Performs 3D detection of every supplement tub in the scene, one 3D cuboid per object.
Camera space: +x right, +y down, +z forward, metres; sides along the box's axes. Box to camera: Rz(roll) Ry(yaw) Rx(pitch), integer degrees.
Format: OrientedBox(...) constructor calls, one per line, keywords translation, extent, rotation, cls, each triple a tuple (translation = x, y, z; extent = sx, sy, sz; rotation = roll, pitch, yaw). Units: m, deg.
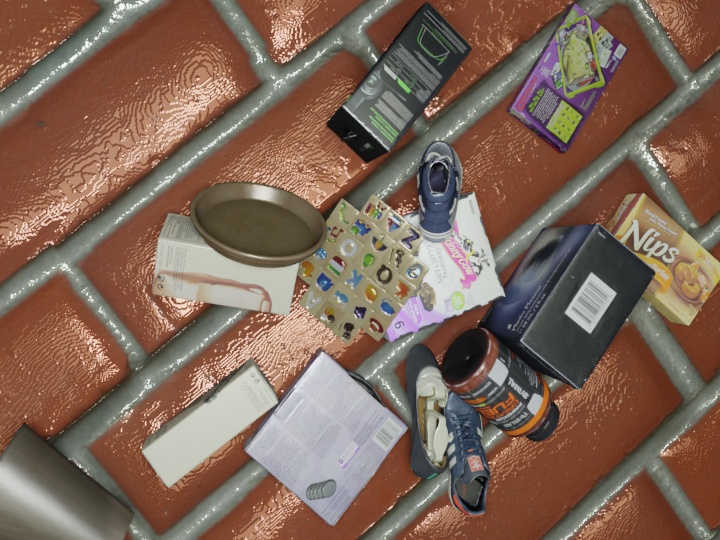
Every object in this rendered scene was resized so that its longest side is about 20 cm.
OrientedBox(translation=(0.223, 0.184, 1.142), extent=(0.199, 0.107, 0.108), rotation=(39, 85, -24), cls="supplement tub")

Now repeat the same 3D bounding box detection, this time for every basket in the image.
OrientedBox(translation=(-0.429, 0.340, 1.029), extent=(0.198, 0.136, 0.183), rotation=(33, 90, -13), cls="basket")

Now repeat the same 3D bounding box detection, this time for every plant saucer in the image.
OrientedBox(translation=(-0.144, -0.065, 1.049), extent=(0.194, 0.202, 0.030), rotation=(11, 124, -11), cls="plant saucer")

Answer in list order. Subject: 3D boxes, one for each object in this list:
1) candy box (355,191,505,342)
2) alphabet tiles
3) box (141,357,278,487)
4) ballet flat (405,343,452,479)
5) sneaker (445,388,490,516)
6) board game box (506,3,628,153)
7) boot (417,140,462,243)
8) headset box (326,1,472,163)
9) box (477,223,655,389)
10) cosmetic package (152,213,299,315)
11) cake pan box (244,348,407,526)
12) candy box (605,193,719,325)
OrientedBox(translation=(0.103, -0.008, 1.140), extent=(0.195, 0.071, 0.172), rotation=(-20, 95, -8), cls="candy box")
OrientedBox(translation=(0.000, 0.000, 1.090), extent=(0.165, 0.006, 0.202), rotation=(37, 103, 3), cls="alphabet tiles")
OrientedBox(translation=(-0.218, 0.219, 1.087), extent=(0.198, 0.082, 0.069), rotation=(-37, 98, -8), cls="box")
OrientedBox(translation=(0.109, 0.212, 1.129), extent=(0.071, 0.073, 0.206), rotation=(3, 76, -10), cls="ballet flat")
OrientedBox(translation=(0.169, 0.283, 1.157), extent=(0.073, 0.084, 0.206), rotation=(-9, 93, -10), cls="sneaker")
OrientedBox(translation=(0.334, -0.308, 1.195), extent=(0.119, 0.032, 0.203), rotation=(34, 85, -14), cls="board game box")
OrientedBox(translation=(0.118, -0.143, 1.078), extent=(0.070, 0.092, 0.204), rotation=(2, 48, 2), cls="boot")
OrientedBox(translation=(0.045, -0.257, 1.071), extent=(0.092, 0.174, 0.201), rotation=(39, 87, -10), cls="headset box")
OrientedBox(translation=(0.299, 0.047, 1.114), extent=(0.122, 0.198, 0.202), rotation=(36, 86, -7), cls="box")
OrientedBox(translation=(-0.190, -0.009, 1.064), extent=(0.194, 0.104, 0.089), rotation=(10, 112, -9), cls="cosmetic package")
OrientedBox(translation=(-0.051, 0.250, 1.134), extent=(0.183, 0.052, 0.201), rotation=(40, 85, -11), cls="cake pan box")
OrientedBox(translation=(0.489, -0.018, 1.219), extent=(0.199, 0.055, 0.116), rotation=(38, 85, -9), cls="candy box")
